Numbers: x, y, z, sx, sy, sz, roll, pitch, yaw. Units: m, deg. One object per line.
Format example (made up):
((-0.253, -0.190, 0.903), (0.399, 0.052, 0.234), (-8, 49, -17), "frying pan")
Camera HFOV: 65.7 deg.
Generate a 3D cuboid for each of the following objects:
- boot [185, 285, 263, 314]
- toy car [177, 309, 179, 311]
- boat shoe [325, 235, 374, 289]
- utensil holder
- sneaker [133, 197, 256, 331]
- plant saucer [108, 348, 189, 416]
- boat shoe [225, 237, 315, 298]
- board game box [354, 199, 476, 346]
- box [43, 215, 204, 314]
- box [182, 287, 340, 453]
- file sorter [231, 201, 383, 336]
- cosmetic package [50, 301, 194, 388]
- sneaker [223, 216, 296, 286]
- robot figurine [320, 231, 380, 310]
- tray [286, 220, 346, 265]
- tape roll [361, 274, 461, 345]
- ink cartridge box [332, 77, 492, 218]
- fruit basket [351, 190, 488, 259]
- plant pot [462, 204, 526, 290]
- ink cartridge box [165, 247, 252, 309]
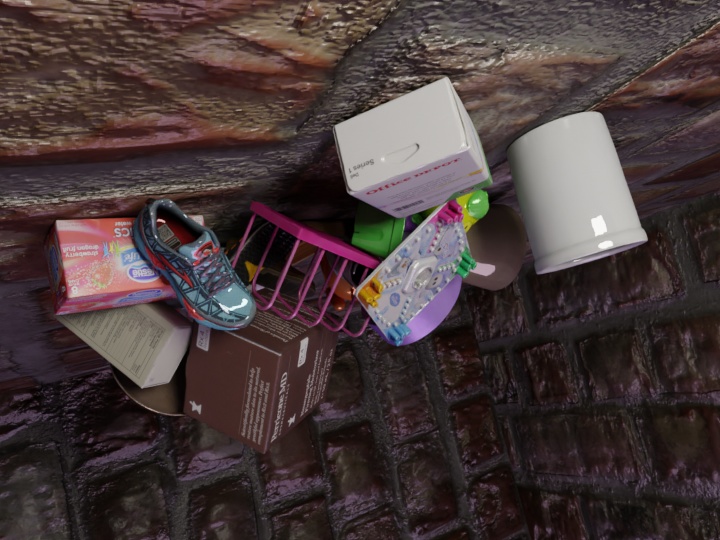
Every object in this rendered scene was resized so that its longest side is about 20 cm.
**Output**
((-0.275, 0.050, 1.188), (0.196, 0.073, 0.092), (1, 121, -38), "boot")
((-0.425, 0.125, 1.079), (0.172, 0.205, 0.184), (-14, 171, -6), "toy car")
((0.000, 0.000, 0.946), (0.071, 0.201, 0.066), (-32, 147, -7), "boat shoe")
((0.327, -0.116, 0.868), (0.166, 0.205, 0.170), (-15, 172, -2), "utensil holder")
((-0.205, -0.005, 0.697), (0.080, 0.200, 0.095), (-49, -171, -32), "sneaker")
((-0.326, 0.160, 0.935), (0.198, 0.202, 0.035), (-4, 144, -50), "plant saucer")
((-0.156, -0.005, 1.008), (0.071, 0.070, 0.198), (-24, 147, 33), "boat shoe")
((0.095, 0.011, 0.853), (0.200, 0.026, 0.201), (-44, 149, -6), "board game box")
((-0.312, -0.010, 0.762), (0.197, 0.102, 0.095), (-7, 169, -41), "box")
((-0.155, 0.149, 0.904), (0.161, 0.170, 0.199), (19, -161, 20), "box")
((-0.075, 0.006, 0.827), (0.198, 0.128, 0.138), (21, -174, -44), "file sorter")
((-0.358, 0.075, 0.846), (0.105, 0.198, 0.073), (-57, 167, 3), "cosmetic package")
((-0.191, -0.025, 0.894), (0.089, 0.071, 0.200), (16, -126, 43), "sneaker")
((-0.021, -0.008, 1.101), (0.142, 0.118, 0.200), (-31, -164, -1), "robot figurine")
((-0.127, -0.046, 1.074), (0.097, 0.038, 0.198), (-7, 169, -45), "tray")
((0.094, 0.040, 1.061), (0.198, 0.203, 0.066), (-23, 126, 41), "tape roll")
((0.072, -0.137, 0.681), (0.142, 0.086, 0.199), (-18, 171, 19), "ink cartridge box")
((0.106, -0.073, 0.918), (0.210, 0.160, 0.216), (11, 179, 0), "fruit basket")
((0.218, -0.059, 1.192), (0.196, 0.193, 0.186), (5, 162, -30), "plant pot")
((-0.302, 0.016, 0.982), (0.143, 0.087, 0.199), (-16, 172, 29), "ink cartridge box")
